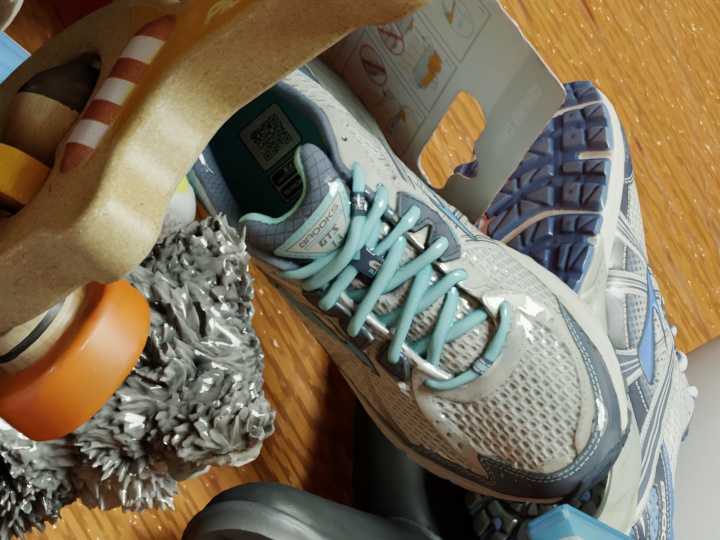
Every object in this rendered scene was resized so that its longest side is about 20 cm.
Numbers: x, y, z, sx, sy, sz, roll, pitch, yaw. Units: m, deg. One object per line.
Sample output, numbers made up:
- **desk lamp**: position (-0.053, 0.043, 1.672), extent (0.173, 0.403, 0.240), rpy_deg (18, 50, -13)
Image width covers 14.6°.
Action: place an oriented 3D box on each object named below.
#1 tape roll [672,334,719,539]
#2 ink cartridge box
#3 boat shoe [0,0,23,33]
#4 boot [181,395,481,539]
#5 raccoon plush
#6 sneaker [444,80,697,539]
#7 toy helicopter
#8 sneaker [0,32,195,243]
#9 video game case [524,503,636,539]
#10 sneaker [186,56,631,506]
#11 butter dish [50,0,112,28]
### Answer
- **tape roll**: position (0.177, 0.116, 1.064), extent (0.203, 0.139, 0.203), rpy_deg (58, 9, -14)
- **ink cartridge box**: position (0.004, -0.114, 0.951), extent (0.047, 0.160, 0.200), rpy_deg (-30, 78, -24)
- **boat shoe**: position (-0.116, -0.066, 0.666), extent (0.200, 0.076, 0.060), rpy_deg (-38, 76, -21)
- **boot**: position (0.009, 0.056, 0.981), extent (0.165, 0.065, 0.201), rpy_deg (48, 39, -38)
- **raccoon plush**: position (-0.113, 0.037, 0.750), extent (0.200, 0.134, 0.097), rpy_deg (-5, 75, -56)
- **sneaker**: position (0.077, 0.028, 0.998), extent (0.085, 0.077, 0.201), rpy_deg (37, 45, -44)
- **toy helicopter**: position (-0.040, -0.054, 0.692), extent (0.079, 0.200, 0.133), rpy_deg (42, 40, -24)
- **sneaker**: position (-0.125, -0.064, 0.851), extent (0.200, 0.075, 0.106), rpy_deg (24, 46, -55)
- **video game case**: position (0.119, 0.177, 0.873), extent (0.143, 0.018, 0.201), rpy_deg (31, 34, -59)
- **sneaker**: position (0.000, 0.000, 0.896), extent (0.200, 0.078, 0.086), rpy_deg (43, 8, 19)
- **butter dish**: position (-0.098, -0.165, 0.852), extent (0.147, 0.199, 0.201), rpy_deg (-23, 93, -46)
